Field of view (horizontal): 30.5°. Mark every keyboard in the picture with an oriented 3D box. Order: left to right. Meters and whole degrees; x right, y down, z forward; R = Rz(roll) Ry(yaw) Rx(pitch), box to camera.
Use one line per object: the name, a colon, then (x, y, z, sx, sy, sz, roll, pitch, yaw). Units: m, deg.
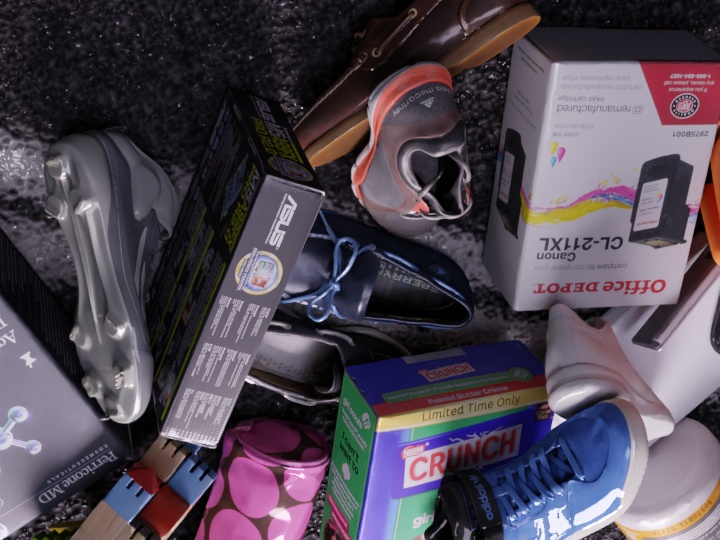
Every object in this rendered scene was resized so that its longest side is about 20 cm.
keyboard: (0.289, -0.016, 1.058, 0.011, 0.056, 0.201, 40, 86, -5)

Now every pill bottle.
pill bottle: (0.305, 0.233, 1.189, 0.116, 0.117, 0.201, -35, 120, 5)

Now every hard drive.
hard drive: (0.246, 0.078, 1.126, 0.199, 0.027, 0.132, -40, 121, -1)

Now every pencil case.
pencil case: (-0.094, 0.214, 1.089, 0.093, 0.091, 0.202, 25, 111, 12)

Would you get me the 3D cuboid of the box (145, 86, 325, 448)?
box: (-0.096, -0.006, 0.923, 0.044, 0.161, 0.202, 15, 112, -23)

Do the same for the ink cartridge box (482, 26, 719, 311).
ink cartridge box: (0.183, -0.076, 1.008, 0.144, 0.083, 0.203, -2, 118, -14)

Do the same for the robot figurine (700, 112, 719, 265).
robot figurine: (0.319, -0.065, 0.970, 0.115, 0.203, 0.144, -3, 153, 2)

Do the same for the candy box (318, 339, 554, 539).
candy box: (0.060, 0.167, 1.063, 0.167, 0.077, 0.203, -7, 120, -26)

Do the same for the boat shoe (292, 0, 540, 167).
boat shoe: (0.029, -0.151, 0.939, 0.199, 0.070, 0.071, -34, 85, 12)

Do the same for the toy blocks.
toy blocks: (-0.163, 0.181, 0.998, 0.100, 0.200, 0.137, 40, 92, 2)

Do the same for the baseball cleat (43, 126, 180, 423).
baseball cleat: (-0.159, 0.000, 0.928, 0.106, 0.069, 0.203, -23, 109, -49)

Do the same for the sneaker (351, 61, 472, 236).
sneaker: (0.041, -0.061, 0.935, 0.076, 0.083, 0.201, -24, 156, -7)

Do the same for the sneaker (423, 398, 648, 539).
sneaker: (0.120, 0.166, 0.973, 0.110, 0.077, 0.200, 2, 143, -32)

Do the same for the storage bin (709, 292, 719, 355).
storage bin: (0.407, 0.026, 1.102, 0.197, 0.094, 0.137, 1, 111, -23)

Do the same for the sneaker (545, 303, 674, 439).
sneaker: (0.194, 0.083, 1.044, 0.074, 0.090, 0.200, -19, 152, 17)

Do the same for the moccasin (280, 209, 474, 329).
moccasin: (0.000, 0.000, 1.006, 0.197, 0.068, 0.081, 6, 116, -18)

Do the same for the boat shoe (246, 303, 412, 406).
boat shoe: (-0.030, 0.074, 1.042, 0.198, 0.060, 0.074, 27, 106, -26)

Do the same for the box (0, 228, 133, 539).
box: (-0.280, 0.078, 0.948, 0.147, 0.107, 0.201, -32, 122, 2)
